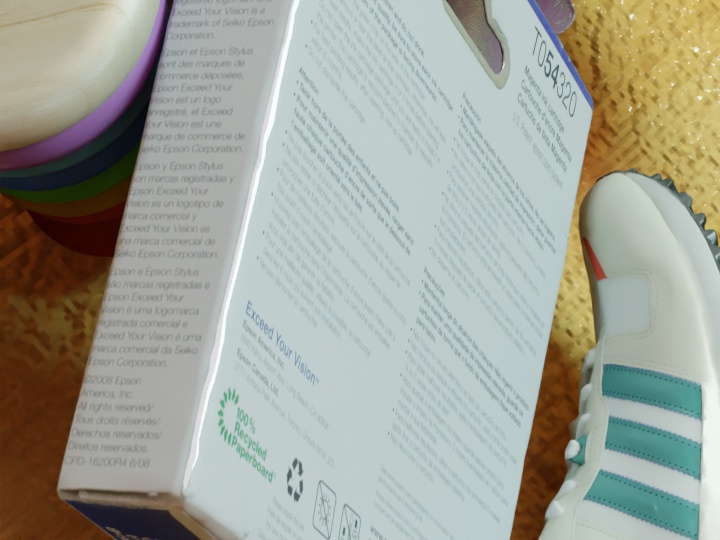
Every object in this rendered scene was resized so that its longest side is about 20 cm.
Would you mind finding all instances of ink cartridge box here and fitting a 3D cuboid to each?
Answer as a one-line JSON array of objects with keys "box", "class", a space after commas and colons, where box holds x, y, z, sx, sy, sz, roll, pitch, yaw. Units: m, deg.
[{"box": [0.000, 0.000, 0.702, 0.043, 0.196, 0.201, 1, 66, 24], "class": "ink cartridge box"}]

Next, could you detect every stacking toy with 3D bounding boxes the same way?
[{"box": [-0.083, -0.047, 0.711, 0.085, 0.200, 0.086, -1, 76, 3], "class": "stacking toy"}]

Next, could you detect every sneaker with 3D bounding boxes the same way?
[{"box": [0.076, 0.062, 0.770, 0.093, 0.070, 0.201, -17, 61, 1], "class": "sneaker"}]

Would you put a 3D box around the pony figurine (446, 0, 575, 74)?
[{"box": [0.075, -0.131, 0.847, 0.166, 0.200, 0.194, -18, 53, 11], "class": "pony figurine"}]

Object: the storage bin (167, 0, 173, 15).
[{"box": [-0.058, -0.148, 0.782, 0.145, 0.200, 0.135, -8, 75, -24], "class": "storage bin"}]
